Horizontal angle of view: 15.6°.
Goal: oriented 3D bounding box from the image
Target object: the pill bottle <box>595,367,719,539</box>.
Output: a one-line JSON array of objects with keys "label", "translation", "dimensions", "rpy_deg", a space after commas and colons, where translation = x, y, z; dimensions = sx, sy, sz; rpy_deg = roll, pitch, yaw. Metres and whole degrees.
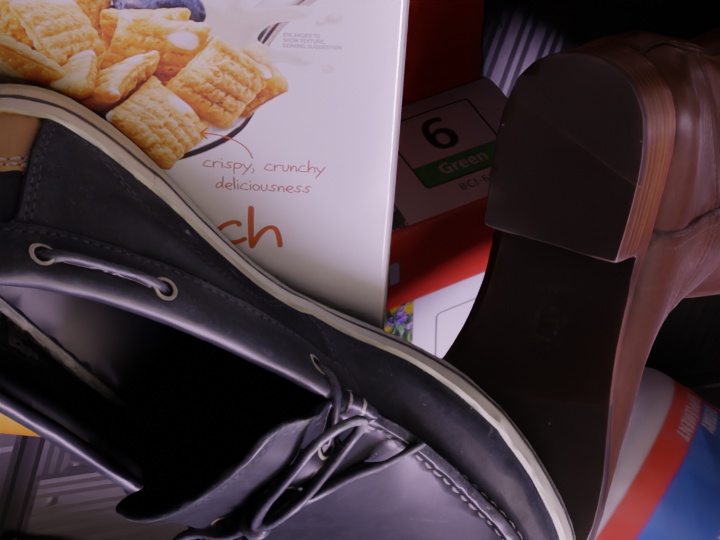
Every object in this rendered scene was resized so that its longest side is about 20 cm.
[{"label": "pill bottle", "translation": [0.137, 0.128, 0.809], "dimensions": [0.200, 0.112, 0.112], "rpy_deg": [34, 112, -3]}]

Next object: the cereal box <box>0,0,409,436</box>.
[{"label": "cereal box", "translation": [-0.061, -0.039, 0.610], "dimensions": [0.144, 0.040, 0.200], "rpy_deg": [5, 134, 2]}]

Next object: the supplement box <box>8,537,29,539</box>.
[{"label": "supplement box", "translation": [-0.033, 0.159, 0.822], "dimensions": [0.200, 0.110, 0.086], "rpy_deg": [15, 119, -44]}]

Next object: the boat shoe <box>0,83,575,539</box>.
[{"label": "boat shoe", "translation": [-0.028, 0.037, 0.608], "dimensions": [0.075, 0.062, 0.200], "rpy_deg": [-33, 123, 30]}]

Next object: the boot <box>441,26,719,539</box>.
[{"label": "boot", "translation": [0.086, 0.012, 0.741], "dimensions": [0.200, 0.064, 0.187], "rpy_deg": [-19, 132, -60]}]

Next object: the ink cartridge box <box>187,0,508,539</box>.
[{"label": "ink cartridge box", "translation": [0.000, 0.000, 0.734], "dimensions": [0.109, 0.050, 0.200], "rpy_deg": [-20, 139, -19]}]
